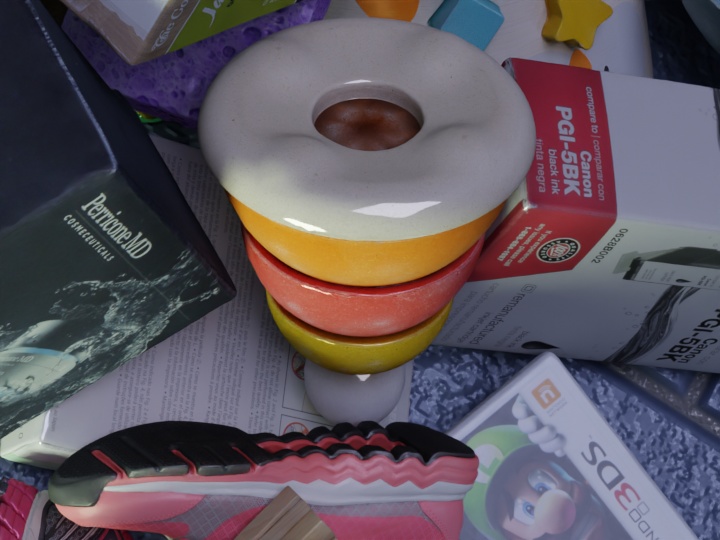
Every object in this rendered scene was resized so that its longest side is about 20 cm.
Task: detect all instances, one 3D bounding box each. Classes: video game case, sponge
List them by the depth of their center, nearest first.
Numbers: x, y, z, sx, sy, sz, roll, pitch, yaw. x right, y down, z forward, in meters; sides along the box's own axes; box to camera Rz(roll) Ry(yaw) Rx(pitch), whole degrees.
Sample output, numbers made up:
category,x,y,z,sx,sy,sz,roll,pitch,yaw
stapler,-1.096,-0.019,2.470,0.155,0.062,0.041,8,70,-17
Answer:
category,x,y,z,sx,sy,sz,roll,pitch,yaw
sponge,-0.059,-0.164,1.032,0.111,0.030,0.200,21,84,10
video game case,0.072,0.170,1.063,0.200,0.023,0.182,-38,91,-12

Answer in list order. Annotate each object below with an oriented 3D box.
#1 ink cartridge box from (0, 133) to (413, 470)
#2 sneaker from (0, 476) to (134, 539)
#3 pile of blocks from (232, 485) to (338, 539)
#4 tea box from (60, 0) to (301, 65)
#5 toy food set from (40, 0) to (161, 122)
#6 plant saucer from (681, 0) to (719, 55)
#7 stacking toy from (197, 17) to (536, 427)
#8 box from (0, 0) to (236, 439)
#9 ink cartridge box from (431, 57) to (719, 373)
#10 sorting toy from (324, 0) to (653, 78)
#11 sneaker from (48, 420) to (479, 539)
category,x,y,z,sx,sy,sz,roll,pitch,yaw
ink cartridge box,-0.067,0.030,1.070,0.200,0.050,0.161,17,71,-32
sneaker,-0.155,0.194,0.974,0.075,0.081,0.200,20,71,-14
pile of blocks,-0.079,0.166,0.925,0.200,0.062,0.082,-22,117,-18
tea box,-0.081,-0.215,0.910,0.200,0.134,0.197,43,33,11
toy food set,-0.120,-0.180,1.093,0.200,0.049,0.198,41,69,-5
plant saucer,0.236,-0.121,1.153,0.201,0.039,0.201,23,29,-13
stacking toy,0.000,0.000,0.998,0.146,0.200,0.146,2,40,-1
box,-0.181,-0.008,0.912,0.200,0.197,0.118,-32,72,1
ink cartridge box,0.135,-0.020,1.066,0.199,0.147,0.083,6,61,-20
sorting toy,0.088,-0.132,1.116,0.200,0.107,0.180,-32,118,-26
sneaker,-0.041,0.118,0.994,0.200,0.074,0.087,1,100,-18
